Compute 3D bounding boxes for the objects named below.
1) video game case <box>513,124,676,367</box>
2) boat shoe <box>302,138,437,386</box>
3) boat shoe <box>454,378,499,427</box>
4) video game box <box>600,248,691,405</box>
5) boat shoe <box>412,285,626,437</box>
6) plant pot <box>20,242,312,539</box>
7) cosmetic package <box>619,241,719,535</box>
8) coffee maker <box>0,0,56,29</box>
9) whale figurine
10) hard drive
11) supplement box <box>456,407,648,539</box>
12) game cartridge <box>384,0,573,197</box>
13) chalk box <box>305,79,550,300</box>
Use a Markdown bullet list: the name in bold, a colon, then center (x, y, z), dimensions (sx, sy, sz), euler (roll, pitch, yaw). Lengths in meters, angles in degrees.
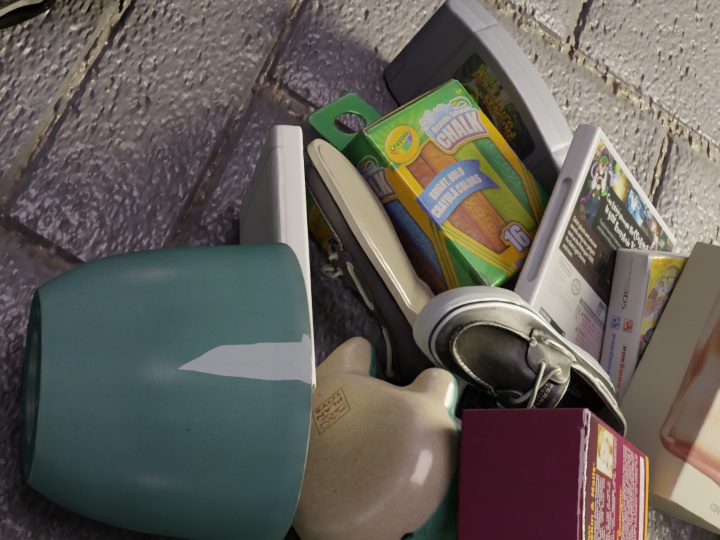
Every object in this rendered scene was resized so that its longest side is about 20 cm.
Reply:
- **video game case**: center (0.183, 0.011, 1.281), dimensions (0.200, 0.023, 0.182), euler (43, 65, -52)
- **boat shoe**: center (0.000, 0.000, 1.192), dimensions (0.200, 0.063, 0.073), euler (59, 21, -11)
- **boat shoe**: center (0.078, 0.130, 1.187), dimensions (0.072, 0.069, 0.200), euler (34, 49, -11)
- **video game box**: center (0.279, 0.078, 1.329), dimensions (0.200, 0.047, 0.182), euler (4, 99, -36)
- **boat shoe**: center (0.124, 0.070, 1.147), dimensions (0.200, 0.072, 0.071), euler (24, 19, -38)
- **plant pot**: center (-0.133, 0.077, 1.046), dimensions (0.161, 0.201, 0.201), euler (4, 61, -15)
- **cosmetic package**: center (0.275, 0.092, 1.247), dimensions (0.103, 0.087, 0.200), euler (31, 82, -37)
- **coffee maker**: center (-0.246, -0.283, 1.213), dimensions (0.200, 0.135, 0.192), euler (-13, 71, -38)
- **whale figurine**: center (0.012, 0.131, 1.131), dimensions (0.104, 0.159, 0.200), euler (44, 8, -32)
- **hard drive**: center (-0.062, 0.016, 1.158), dimensions (0.027, 0.132, 0.200), euler (4, 61, -15)
- **supplement box**: center (0.134, 0.163, 1.099), dimensions (0.200, 0.086, 0.110), euler (36, 55, -64)
- **game cartridge**: center (0.106, -0.122, 1.345), dimensions (0.041, 0.133, 0.200), euler (-24, 78, -40)
- **chalk box**: center (0.042, -0.060, 1.274), dimensions (0.124, 0.124, 0.200), euler (-35, 86, -41)
